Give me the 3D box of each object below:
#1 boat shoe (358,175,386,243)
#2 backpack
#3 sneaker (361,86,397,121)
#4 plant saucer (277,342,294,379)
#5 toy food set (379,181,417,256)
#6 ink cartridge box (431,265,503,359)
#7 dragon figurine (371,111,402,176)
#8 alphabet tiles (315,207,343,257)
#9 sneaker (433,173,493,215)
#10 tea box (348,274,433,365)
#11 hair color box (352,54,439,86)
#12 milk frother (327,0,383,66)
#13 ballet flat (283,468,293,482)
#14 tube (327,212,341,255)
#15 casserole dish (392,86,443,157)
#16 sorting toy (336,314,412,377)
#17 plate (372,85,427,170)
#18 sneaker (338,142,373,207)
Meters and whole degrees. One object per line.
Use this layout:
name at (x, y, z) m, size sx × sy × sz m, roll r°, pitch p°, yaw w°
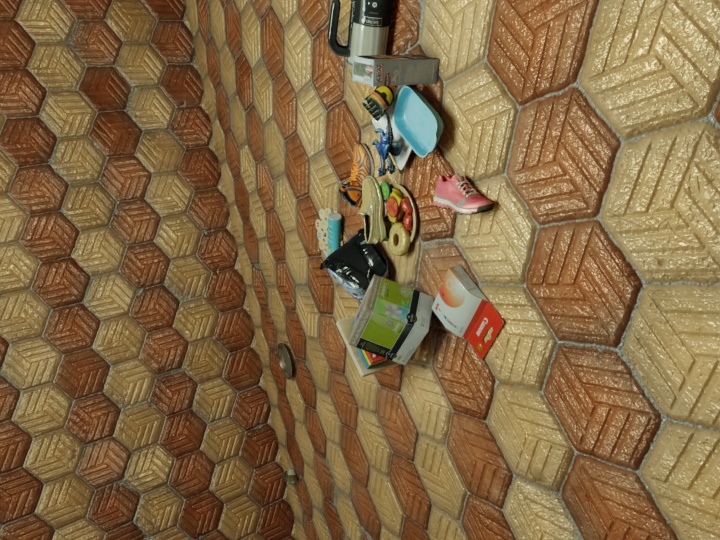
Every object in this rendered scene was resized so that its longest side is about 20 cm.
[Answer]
boat shoe at (0.028, -0.182, 1.576) m, size 0.071 × 0.075 × 0.205 m, roll -4°, pitch 98°, yaw 62°
backpack at (0.000, 0.000, 1.703) m, size 0.190 × 0.199 × 0.155 m, roll 43°, pitch 169°, yaw 35°
sneaker at (0.061, -0.471, 1.434) m, size 0.070 × 0.090 × 0.200 m, roll 46°, pitch -176°, yaw -12°
plant saucer at (-0.398, 0.486, 2.816) m, size 0.199 × 0.032 × 0.205 m, roll 35°, pitch 132°, yaw 51°
toy food set at (0.103, -0.161, 1.575) m, size 0.199 × 0.048 × 0.203 m, roll 52°, pitch 144°, yaw 39°
ink cartridge box at (0.275, 0.116, 1.375) m, size 0.202 × 0.049 × 0.164 m, roll 60°, pitch 148°, yaw 35°
dragon figurine at (0.079, -0.347, 1.453) m, size 0.101 × 0.058 × 0.201 m, roll 62°, pitch 156°, yaw 20°
alphabet tiles at (-0.120, -0.141, 2.037) m, size 0.194 × 0.014 × 0.205 m, roll 3°, pitch 105°, yaw 59°
sneaker at (0.244, -0.189, 1.274) m, size 0.199 × 0.072 × 0.089 m, roll 27°, pitch 124°, yaw 56°
tea box at (0.088, 0.150, 1.550) m, size 0.202 × 0.193 × 0.135 m, roll 115°, pitch 173°, yaw -48°
hair color box at (0.088, -0.498, 1.294) m, size 0.099 × 0.196 × 0.062 m, roll 38°, pitch 134°, yaw 49°
milk frother at (0.005, -0.693, 1.466) m, size 0.201 × 0.176 × 0.191 m, roll -68°, pitch -11°, yaw -54°
ballet flat at (-0.428, 1.251, 3.188) m, size 0.200 × 0.066 × 0.074 m, roll 140°, pitch 132°, yaw -64°
tube at (-0.101, -0.119, 1.962) m, size 0.078 × 0.049 × 0.203 m, roll -125°, pitch 31°, yaw -45°
casserole dish at (0.149, -0.383, 1.339) m, size 0.202 × 0.038 × 0.122 m, roll 57°, pitch 145°, yaw 30°
sorting toy at (0.053, 0.212, 1.674) m, size 0.201 × 0.197 × 0.070 m, roll 62°, pitch 145°, yaw 25°
plate at (0.115, -0.423, 1.456) m, size 0.202 × 0.032 × 0.201 m, roll 64°, pitch 150°, yaw 24°
sneaker at (-0.017, -0.302, 1.669) m, size 0.077 × 0.110 × 0.205 m, roll 1°, pitch 102°, yaw 61°
